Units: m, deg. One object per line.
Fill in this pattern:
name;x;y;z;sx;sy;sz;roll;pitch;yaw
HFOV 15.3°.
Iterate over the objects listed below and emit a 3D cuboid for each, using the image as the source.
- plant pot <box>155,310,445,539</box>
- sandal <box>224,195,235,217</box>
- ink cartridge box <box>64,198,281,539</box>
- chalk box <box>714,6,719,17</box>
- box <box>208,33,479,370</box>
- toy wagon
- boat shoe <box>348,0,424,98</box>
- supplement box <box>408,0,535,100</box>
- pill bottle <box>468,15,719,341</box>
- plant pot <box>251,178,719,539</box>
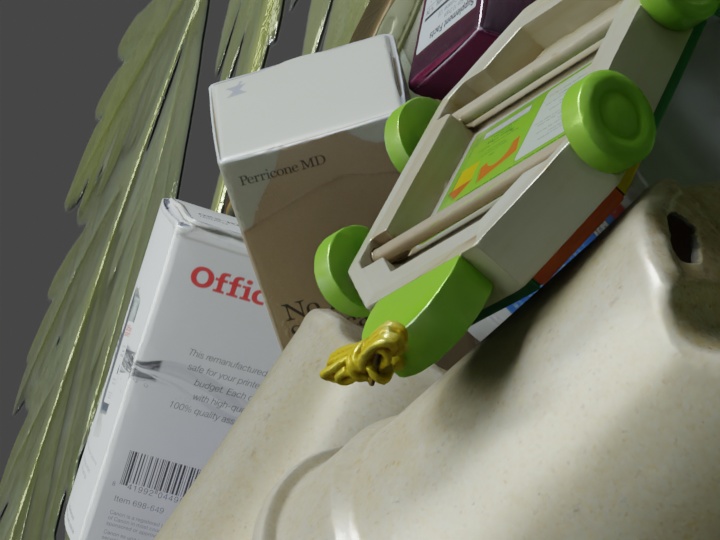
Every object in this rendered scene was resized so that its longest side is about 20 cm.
plant pot;-0.003;0.125;1.166;0.184;0.200;0.200;-63;15;-2
sandal;-0.027;-0.040;1.652;0.200;0.080;0.054;149;114;-63
ink cartridge box;-0.071;0.075;1.523;0.085;0.145;0.201;-132;59;-73
chalk box;0.166;-0.161;0.957;0.124;0.123;0.201;131;151;-58
box;0.000;0.000;1.263;0.078;0.094;0.201;-99;-8;-57
toy wagon;0.045;-0.029;0.904;0.155;0.040;0.200;-31;25;49
boat shoe;0.057;-0.171;1.471;0.201;0.066;0.074;-62;13;-7
supplement box;0.101;-0.169;1.223;0.086;0.110;0.201;144;139;-65
pill bottle;0.103;-0.030;1.073;0.200;0.112;0.113;140;143;-63
plant pot;0.094;0.077;0.894;0.184;0.200;0.201;-52;24;29
